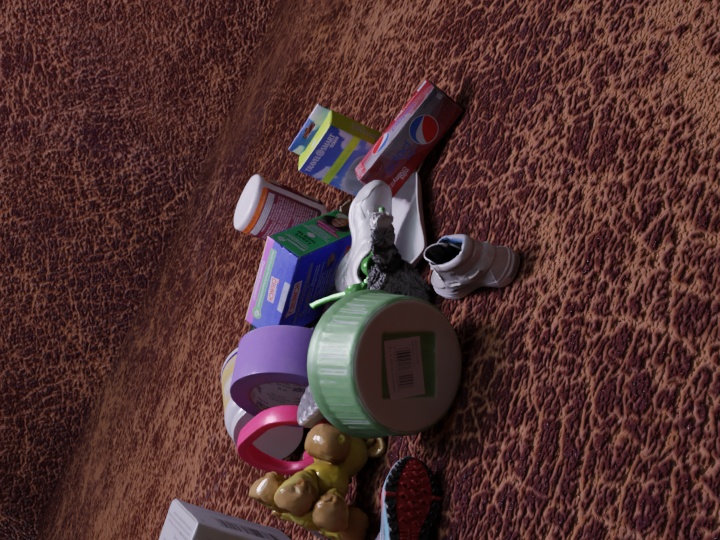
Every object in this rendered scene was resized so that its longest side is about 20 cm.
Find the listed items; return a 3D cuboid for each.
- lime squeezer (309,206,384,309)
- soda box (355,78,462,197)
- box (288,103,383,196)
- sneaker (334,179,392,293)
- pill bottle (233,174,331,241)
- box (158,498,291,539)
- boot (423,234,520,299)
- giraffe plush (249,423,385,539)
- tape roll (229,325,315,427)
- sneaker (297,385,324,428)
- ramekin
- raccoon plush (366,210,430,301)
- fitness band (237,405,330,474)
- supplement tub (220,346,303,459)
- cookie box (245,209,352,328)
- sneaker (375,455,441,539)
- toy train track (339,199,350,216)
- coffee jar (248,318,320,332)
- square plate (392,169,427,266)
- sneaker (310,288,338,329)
[{"bbox_3d":[0.000,0.000,1.579,0.200,0.038,0.071,-55,41,15],"label":"lime squeezer"},{"bbox_3d":[0.078,-0.216,1.680,0.200,0.070,0.063,-50,22,13],"label":"soda box"},{"bbox_3d":[-0.014,-0.197,1.753,0.122,0.199,0.048,-50,26,39],"label":"box"},{"bbox_3d":[0.025,-0.048,1.632,0.099,0.077,0.202,5,83,62],"label":"sneaker"},{"bbox_3d":[-0.135,-0.097,1.956,0.114,0.199,0.115,-52,25,37],"label":"pill bottle"},{"bbox_3d":[-0.216,0.484,1.590,0.200,0.198,0.172,-5,65,69],"label":"box"},{"bbox_3d":[0.126,-0.013,1.373,0.200,0.095,0.074,-20,52,63],"label":"boot"},{"bbox_3d":[-0.044,0.296,1.464,0.200,0.172,0.163,75,-142,-65],"label":"giraffe plush"},{"bbox_3d":[-0.105,0.173,1.617,0.200,0.199,0.085,-41,34,50],"label":"tape roll"},{"bbox_3d":[-0.010,0.178,1.485,0.200,0.082,0.075,-38,27,19],"label":"sneaker"},{"bbox_3d":[0.039,0.124,1.327,0.097,0.199,0.201,-5,65,59],"label":"ramekin"},{"bbox_3d":[0.039,0.011,1.532,0.134,0.096,0.202,-177,86,-68],"label":"raccoon plush"},{"bbox_3d":[-0.116,0.274,1.625,0.200,0.143,0.038,-45,29,46],"label":"fitness band"},{"bbox_3d":[-0.174,0.233,1.806,0.146,0.145,0.200,-60,22,20],"label":"supplement tub"},{"bbox_3d":[-0.093,0.004,1.722,0.200,0.075,0.172,-27,-37,-53],"label":"cookie box"},{"bbox_3d":[0.042,0.333,1.270,0.096,0.079,0.201,-42,33,53],"label":"sneaker"},{"bbox_3d":[-0.062,-0.066,1.825,0.200,0.032,0.115,-39,-33,-24],"label":"toy train track"},{"bbox_3d":[-0.145,0.109,1.941,0.200,0.085,0.105,-34,37,58],"label":"coffee jar"},{"bbox_3d":[0.055,-0.036,1.669,0.198,0.028,0.201,-52,26,36],"label":"square plate"},{"bbox_3d":[-0.057,0.124,1.734,0.201,0.070,0.080,-61,24,17],"label":"sneaker"}]
